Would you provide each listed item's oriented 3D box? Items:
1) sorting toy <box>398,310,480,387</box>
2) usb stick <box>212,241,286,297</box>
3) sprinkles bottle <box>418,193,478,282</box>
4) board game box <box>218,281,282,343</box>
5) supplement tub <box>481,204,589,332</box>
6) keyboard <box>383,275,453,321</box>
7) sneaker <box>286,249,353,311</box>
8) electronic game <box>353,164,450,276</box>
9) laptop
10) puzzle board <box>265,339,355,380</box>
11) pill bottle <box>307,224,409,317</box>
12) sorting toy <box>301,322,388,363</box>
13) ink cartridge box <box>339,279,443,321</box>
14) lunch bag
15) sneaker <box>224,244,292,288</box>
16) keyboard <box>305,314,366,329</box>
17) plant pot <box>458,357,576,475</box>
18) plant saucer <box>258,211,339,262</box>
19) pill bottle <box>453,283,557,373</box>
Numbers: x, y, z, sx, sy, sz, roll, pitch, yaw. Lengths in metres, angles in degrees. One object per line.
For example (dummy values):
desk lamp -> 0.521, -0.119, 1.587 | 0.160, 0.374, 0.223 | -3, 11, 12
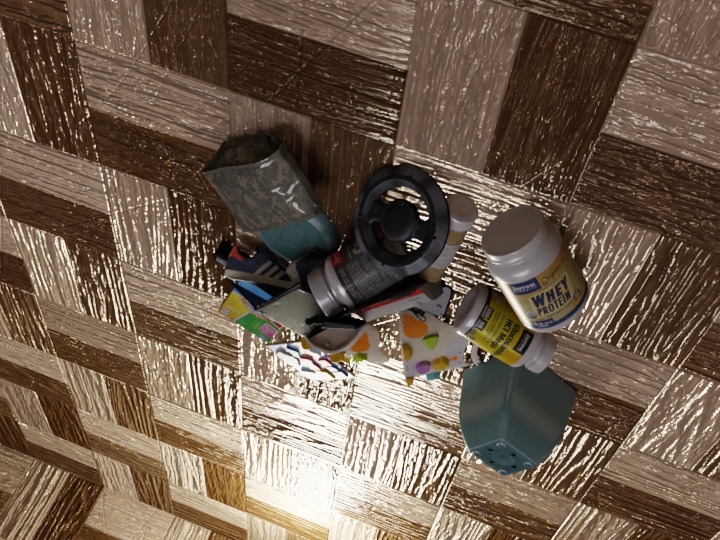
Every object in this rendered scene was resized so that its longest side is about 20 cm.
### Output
sorting toy -> 0.180, 0.177, 1.857 | 0.175, 0.109, 0.202 | -5, 138, 5
usb stick -> -0.244, 0.004, 1.899 | 0.198, 0.056, 0.033 | 32, 142, -10
sprinkles bottle -> 0.160, -0.058, 1.588 | 0.067, 0.069, 0.201 | 24, 143, 1
board game box -> -0.244, 0.082, 2.005 | 0.151, 0.041, 0.200 | 32, 142, -9
supplement tub -> 0.314, -0.003, 1.505 | 0.142, 0.146, 0.201 | -11, 131, 37
keyboard -> 0.097, 0.037, 1.779 | 0.196, 0.040, 0.106 | 22, 120, 7
sneaker -> -0.075, 0.033, 1.804 | 0.143, 0.082, 0.200 | -1, 152, 31
electronic game -> 0.074, -0.091, 1.534 | 0.196, 0.041, 0.206 | 2, 94, 30
laptop -> -0.154, 0.058, 1.804 | 0.197, 0.118, 0.186 | -28, 144, 25
puzzle board -> -0.126, 0.231, 2.103 | 0.148, 0.018, 0.200 | -10, 142, 36
pill bottle -> 0.000, 0.000, 1.640 | 0.197, 0.115, 0.115 | -30, 125, 8
sorting toy -> -0.024, 0.167, 1.909 | 0.197, 0.109, 0.179 | 18, 172, 42
ink cartridge box -> 0.067, 0.068, 1.666 | 0.158, 0.200, 0.051 | -19, 96, 24
lunch bag -> -0.176, -0.172, 1.603 | 0.196, 0.119, 0.165 | -1, 135, 37
sneaker -> -0.200, -0.010, 1.853 | 0.195, 0.087, 0.075 | 11, 175, -19
keyboard -> -0.055, 0.103, 1.685 | 0.124, 0.021, 0.200 | 2, 179, 5
plant pot -> 0.332, 0.330, 1.840 | 0.194, 0.203, 0.195 | 35, 142, -18
plant saucer -> -0.140, -0.077, 1.770 | 0.195, 0.028, 0.203 | 15, 141, 12
pill bottle -> 0.295, 0.122, 1.690 | 0.197, 0.114, 0.113 | 30, 143, -8
